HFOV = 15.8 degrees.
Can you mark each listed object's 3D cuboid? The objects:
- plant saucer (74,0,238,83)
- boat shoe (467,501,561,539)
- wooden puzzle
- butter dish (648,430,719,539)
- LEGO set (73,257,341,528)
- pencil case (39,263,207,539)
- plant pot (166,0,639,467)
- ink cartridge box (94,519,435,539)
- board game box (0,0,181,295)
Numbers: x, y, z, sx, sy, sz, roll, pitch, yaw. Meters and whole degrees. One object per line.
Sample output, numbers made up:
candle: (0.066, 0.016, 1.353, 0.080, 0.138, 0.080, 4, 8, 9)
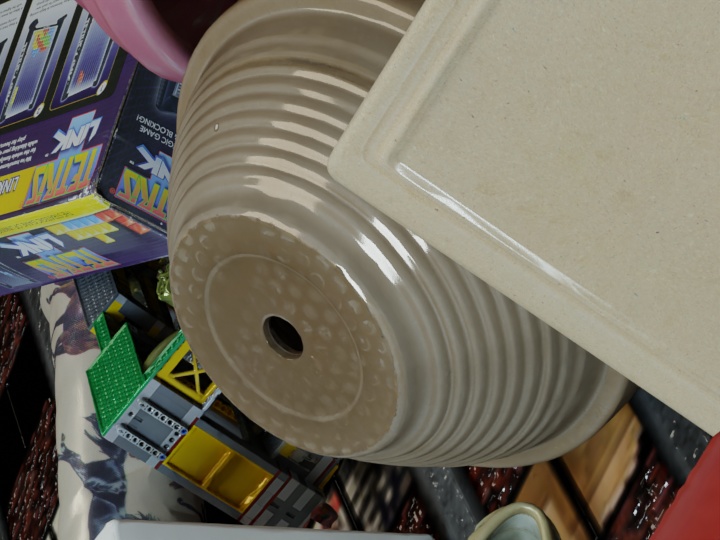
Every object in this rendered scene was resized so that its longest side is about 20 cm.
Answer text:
plant saucer: (-0.073, -0.170, 0.972, 0.051, 0.200, 0.201, 1, 82, 23)
boat shoe: (0.029, 0.166, 0.863, 0.201, 0.073, 0.063, -62, -18, -44)
wooden puzzle: (0.103, -0.039, 0.756, 0.037, 0.185, 0.200, -55, -1, -42)
butter dish: (0.137, 0.155, 0.605, 0.200, 0.200, 0.148, -54, -18, -26)
LEGO set: (-0.039, 0.022, 1.113, 0.154, 0.116, 0.200, -53, 25, 4)
pencil case: (-0.110, 0.092, 1.235, 0.090, 0.077, 0.201, 75, -173, -65)
plant pot: (0.000, 0.000, 0.901, 0.200, 0.093, 0.201, 25, 137, 26)
ink cartridge box: (-0.043, 0.216, 0.990, 0.145, 0.147, 0.201, -53, 39, 45)
board game box: (-0.119, -0.080, 1.122, 0.200, 0.057, 0.166, -10, 58, 54)
